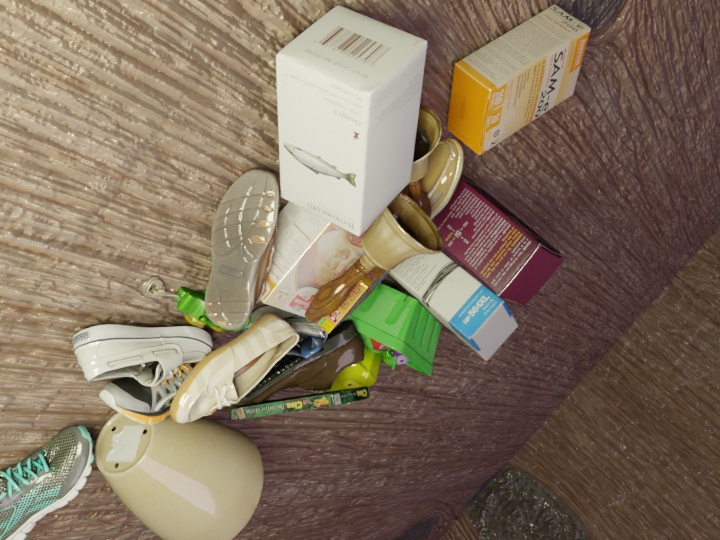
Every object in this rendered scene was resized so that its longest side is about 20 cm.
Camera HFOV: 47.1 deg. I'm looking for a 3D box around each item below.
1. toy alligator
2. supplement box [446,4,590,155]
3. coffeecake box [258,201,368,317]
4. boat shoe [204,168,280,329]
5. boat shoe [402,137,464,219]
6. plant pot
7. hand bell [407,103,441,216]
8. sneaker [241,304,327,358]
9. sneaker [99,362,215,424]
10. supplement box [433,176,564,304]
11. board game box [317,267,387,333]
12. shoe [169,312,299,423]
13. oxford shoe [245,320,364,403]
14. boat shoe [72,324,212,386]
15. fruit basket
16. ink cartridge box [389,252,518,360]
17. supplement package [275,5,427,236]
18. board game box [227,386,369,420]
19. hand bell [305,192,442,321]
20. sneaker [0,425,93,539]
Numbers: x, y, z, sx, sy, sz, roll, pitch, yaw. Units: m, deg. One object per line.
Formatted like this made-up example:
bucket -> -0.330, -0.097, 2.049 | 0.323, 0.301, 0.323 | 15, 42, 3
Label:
toy alligator -> -0.192, 0.049, 1.039 | 0.059, 0.054, 0.200 | -51, 152, 10
supplement box -> 0.222, -0.269, 1.165 | 0.200, 0.074, 0.126 | -35, 151, -22
coffeecake box -> -0.049, -0.039, 1.100 | 0.200, 0.073, 0.153 | -49, 154, 8
boat shoe -> -0.138, -0.029, 0.994 | 0.072, 0.076, 0.201 | -46, 157, -70
boat shoe -> 0.077, -0.106, 1.199 | 0.076, 0.072, 0.200 | 6, 124, -38
plant pot -> -0.262, 0.268, 1.131 | 0.187, 0.187, 0.200 | -43, 140, -4
hand bell -> 0.071, -0.118, 1.106 | 0.104, 0.104, 0.200 | -40, 147, -11
sneaker -> -0.079, 0.091, 1.221 | 0.200, 0.085, 0.077 | -17, 141, -44
sneaker -> -0.255, 0.147, 1.076 | 0.200, 0.078, 0.077 | 4, 112, -61
supplement box -> 0.198, -0.052, 1.289 | 0.103, 0.200, 0.131 | -52, 151, 12
board game box -> 0.005, 0.024, 1.227 | 0.096, 0.030, 0.200 | -50, 178, 23
shoe -> -0.162, 0.130, 1.075 | 0.200, 0.053, 0.070 | -42, 148, -28
oxford shoe -> -0.083, 0.162, 1.277 | 0.200, 0.085, 0.073 | -27, -165, 0
boat shoe -> -0.252, 0.106, 0.996 | 0.072, 0.066, 0.200 | -27, 160, 24
fruit basket -> 0.025, 0.136, 1.381 | 0.216, 0.155, 0.216 | -41, 145, -38
ink cartridge box -> 0.146, 0.040, 1.342 | 0.084, 0.200, 0.146 | -48, 153, -1
supplement package -> -0.012, -0.161, 0.906 | 0.117, 0.117, 0.200 | -50, 157, -35
board game box -> -0.097, 0.207, 1.283 | 0.199, 0.024, 0.105 | -13, 170, 31
hand bell -> 0.000, 0.000, 1.055 | 0.200, 0.104, 0.104 | -44, 155, 24
sneaker -> -0.414, 0.267, 1.009 | 0.200, 0.078, 0.091 | -47, 149, -1
